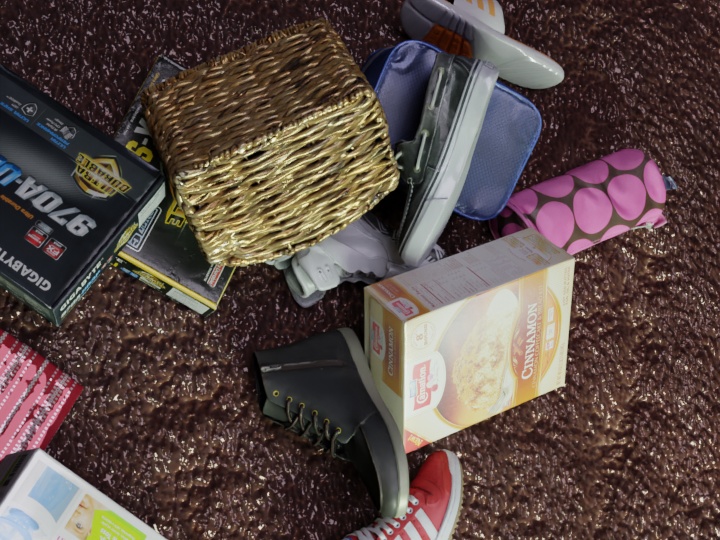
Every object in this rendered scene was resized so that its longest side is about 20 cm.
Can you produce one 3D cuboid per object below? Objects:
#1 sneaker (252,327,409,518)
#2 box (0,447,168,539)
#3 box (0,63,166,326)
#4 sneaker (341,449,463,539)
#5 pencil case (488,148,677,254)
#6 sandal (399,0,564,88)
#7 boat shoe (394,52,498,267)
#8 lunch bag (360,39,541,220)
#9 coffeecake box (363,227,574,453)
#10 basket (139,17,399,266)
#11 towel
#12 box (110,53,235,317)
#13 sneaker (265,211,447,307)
[{"bbox_3d":[-0.030,0.150,1.203,0.105,0.075,0.201,-11,53,-19],"label":"sneaker"},{"bbox_3d":[-0.230,0.250,1.074,0.200,0.101,0.113,39,64,-17],"label":"box"},{"bbox_3d":[-0.295,-0.071,1.144,0.199,0.046,0.159,34,68,8],"label":"box"},{"bbox_3d":[0.019,0.245,1.214,0.112,0.071,0.201,28,68,-18],"label":"sneaker"},{"bbox_3d":[0.236,-0.062,1.386,0.199,0.091,0.094,-22,92,-24],"label":"pencil case"},{"bbox_3d":[0.133,-0.259,1.405,0.205,0.079,0.060,22,67,-26],"label":"sandal"},{"bbox_3d":[0.066,-0.106,1.215,0.070,0.072,0.202,21,95,9],"label":"boat shoe"},{"bbox_3d":[0.079,-0.138,1.310,0.199,0.132,0.137,28,91,-15],"label":"lunch bag"},{"bbox_3d":[0.104,0.066,1.254,0.199,0.073,0.155,-19,127,-26],"label":"coffeecake box"},{"bbox_3d":[-0.079,-0.112,1.184,0.199,0.143,0.149,-25,43,-5],"label":"basket"},{"bbox_3d":[-0.357,0.104,1.117,0.199,0.022,0.145,36,63,-13],"label":"towel"},{"bbox_3d":[-0.169,-0.081,1.236,0.159,0.049,0.201,30,66,-11],"label":"box"},{"bbox_3d":[0.000,0.000,1.274,0.199,0.075,0.115,37,65,-5],"label":"sneaker"}]
